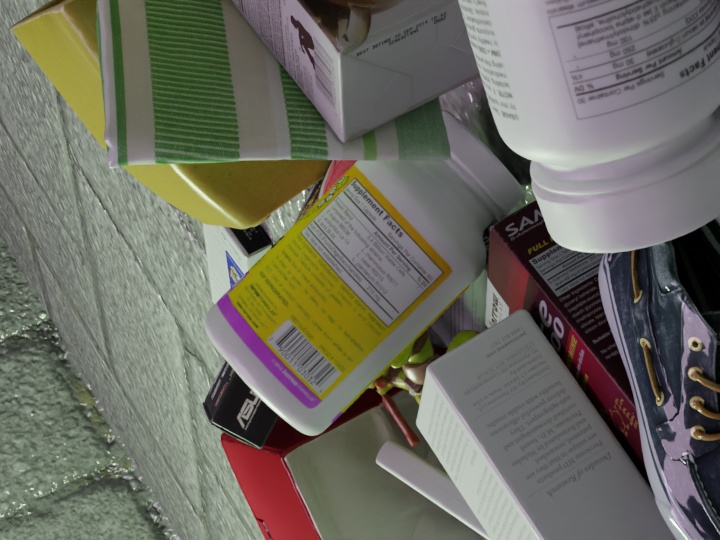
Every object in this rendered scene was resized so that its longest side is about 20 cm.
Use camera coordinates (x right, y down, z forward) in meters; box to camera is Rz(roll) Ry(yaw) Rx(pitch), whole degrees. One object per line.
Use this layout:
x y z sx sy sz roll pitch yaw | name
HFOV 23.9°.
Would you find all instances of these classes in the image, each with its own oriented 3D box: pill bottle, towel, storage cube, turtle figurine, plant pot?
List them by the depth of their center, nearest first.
0.102 -0.118 0.758 0.113 0.113 0.202 30 142 61 | pill bottle
-0.056 -0.118 1.016 0.024 0.198 0.154 101 164 -48 | towel
0.006 -0.002 1.045 0.104 0.200 0.104 46 -179 -1 | pill bottle
0.075 0.092 1.146 0.199 0.064 0.162 35 165 32 | turtle figurine
-0.099 -0.143 1.204 0.201 0.195 0.194 58 164 -15 | plant pot
0.016 0.172 1.341 0.202 0.170 0.180 65 162 -8 | storage cube

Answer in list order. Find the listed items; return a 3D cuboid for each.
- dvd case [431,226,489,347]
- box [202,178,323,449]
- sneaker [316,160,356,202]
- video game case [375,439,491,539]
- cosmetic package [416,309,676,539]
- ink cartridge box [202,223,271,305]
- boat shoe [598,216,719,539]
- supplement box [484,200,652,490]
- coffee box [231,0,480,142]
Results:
0.103 0.050 1.156 0.200 0.025 0.151 53 160 32 | dvd case
-0.051 0.027 1.262 0.049 0.201 0.161 27 177 -5 | box
0.000 0.000 1.141 0.087 0.073 0.202 -157 81 -82 | sneaker
0.121 0.195 1.154 0.182 0.024 0.200 39 173 -33 | video game case
0.115 0.134 0.962 0.201 0.071 0.102 57 166 18 | cosmetic package
-0.122 0.004 1.726 0.095 0.037 0.201 53 158 28 | ink cartridge box
0.176 0.060 0.843 0.091 0.070 0.202 116 136 -68 | boat shoe
0.150 0.061 0.973 0.201 0.060 0.109 54 162 30 | supplement box
-0.016 -0.186 1.004 0.201 0.112 0.080 53 160 31 | coffee box
